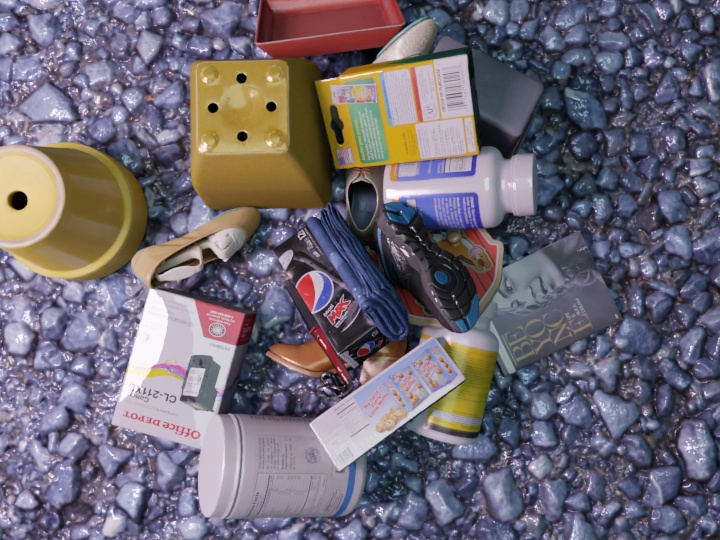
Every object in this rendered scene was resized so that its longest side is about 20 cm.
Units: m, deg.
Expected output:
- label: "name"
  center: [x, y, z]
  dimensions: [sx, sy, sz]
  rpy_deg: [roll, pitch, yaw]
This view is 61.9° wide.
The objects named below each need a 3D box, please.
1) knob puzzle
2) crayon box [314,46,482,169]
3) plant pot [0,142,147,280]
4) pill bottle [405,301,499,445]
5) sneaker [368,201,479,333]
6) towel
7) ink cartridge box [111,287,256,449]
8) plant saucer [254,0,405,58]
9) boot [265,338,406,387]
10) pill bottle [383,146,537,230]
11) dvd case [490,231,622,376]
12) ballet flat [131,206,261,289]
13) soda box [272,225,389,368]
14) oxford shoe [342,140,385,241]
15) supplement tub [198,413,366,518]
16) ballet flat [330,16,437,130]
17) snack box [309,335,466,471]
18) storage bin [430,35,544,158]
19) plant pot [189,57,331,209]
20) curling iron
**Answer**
- label: "knob puzzle"
  center: [0.108, -0.002, 0.840]
  dimensions: [0.219, 0.030, 0.220]
  rpy_deg: [-9, 50, 11]
- label: "crayon box"
  center: [0.052, -0.209, 0.790]
  dimensions: [0.199, 0.052, 0.126]
  rpy_deg: [-3, 119, 19]
- label: "plant pot"
  center: [-0.424, -0.086, 0.826]
  dimensions: [0.200, 0.189, 0.202]
  rpy_deg: [0, 89, 0]
- label: "pill bottle"
  center: [0.133, 0.135, 0.853]
  dimensions: [0.112, 0.112, 0.201]
  rpy_deg: [14, 88, 1]
- label: "sneaker"
  center: [0.082, 0.004, 0.792]
  dimensions: [0.073, 0.082, 0.200]
  rpy_deg: [-15, 62, -34]
- label: "towel"
  center: [0.000, 0.000, 0.803]
  dimensions: [0.048, 0.112, 0.200]
  rpy_deg: [-36, 46, 1]
- label: "ink cartridge box"
  center: [-0.251, 0.139, 0.869]
  dimensions: [0.145, 0.083, 0.201]
  rpy_deg: [15, 88, 1]
- label: "plant saucer"
  center: [-0.046, -0.356, 0.859]
  dimensions: [0.199, 0.200, 0.037]
  rpy_deg: [-7, 131, -1]
- label: "boot"
  center: [-0.029, 0.086, 0.884]
  dimensions: [0.199, 0.074, 0.155]
  rpy_deg: [11, 80, 3]
- label: "pill bottle"
  center: [0.141, -0.113, 0.834]
  dimensions: [0.199, 0.112, 0.113]
  rpy_deg: [0, 88, 21]
- label: "dvd case"
  center: [0.272, 0.050, 0.904]
  dimensions: [0.199, 0.016, 0.149]
  rpy_deg: [-26, 88, 0]
- label: "ballet flat"
  center: [-0.224, -0.027, 0.863]
  dimensions: [0.200, 0.069, 0.063]
  rpy_deg: [-27, 53, -18]
- label: "soda box"
  center: [-0.043, 0.034, 0.836]
  dimensions: [0.063, 0.071, 0.200]
  rpy_deg: [-37, 58, 1]
- label: "oxford shoe"
  center: [0.009, -0.146, 0.883]
  dimensions: [0.071, 0.074, 0.201]
  rpy_deg: [-5, 87, 3]
- label: "supplement tub"
  center: [-0.104, 0.263, 0.808]
  dimensions: [0.199, 0.132, 0.132]
  rpy_deg: [10, 88, -25]
- label: "ballet flat"
  center: [0.037, -0.262, 0.829]
  dimensions: [0.200, 0.067, 0.063]
  rpy_deg: [-32, 80, 34]
- label: "snack box"
  center: [0.036, 0.171, 0.779]
  dimensions: [0.200, 0.024, 0.072]
  rpy_deg: [-34, 71, -6]
- label: "storage bin"
  center: [0.155, -0.235, 0.857]
  dimensions: [0.200, 0.134, 0.146]
  rpy_deg: [27, 88, 2]
- label: "plant pot"
  center: [-0.142, -0.196, 0.824]
  dimensions: [0.193, 0.200, 0.196]
  rpy_deg: [-1, 87, 0]
- label: "curling iron"
  center: [-0.065, 0.094, 0.836]
  dimensions: [0.049, 0.026, 0.200]
  rpy_deg: [-25, 66, -5]
